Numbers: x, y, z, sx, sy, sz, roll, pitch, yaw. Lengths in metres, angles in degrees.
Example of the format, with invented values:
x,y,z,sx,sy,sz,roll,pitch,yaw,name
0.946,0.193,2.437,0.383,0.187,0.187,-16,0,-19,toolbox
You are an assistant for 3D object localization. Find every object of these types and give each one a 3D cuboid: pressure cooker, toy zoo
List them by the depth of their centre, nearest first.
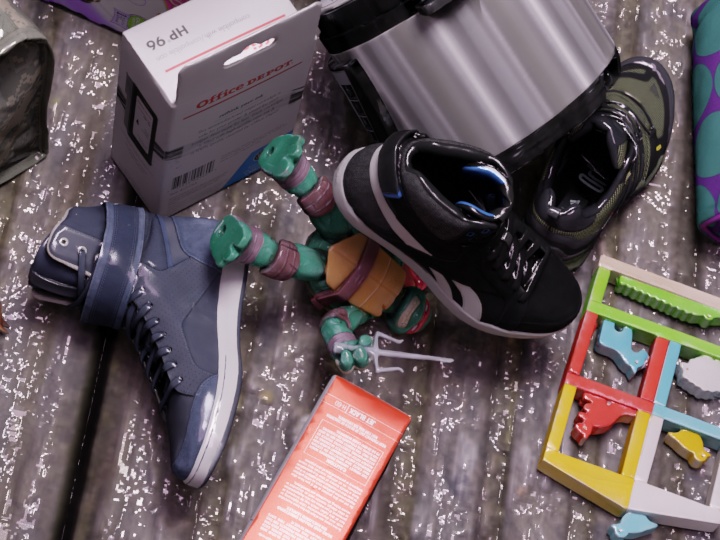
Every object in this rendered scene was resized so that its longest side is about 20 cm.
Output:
x,y,z,sx,sy,sz,roll,pitch,yaw,name
0.064,-0.175,1.426,0.200,0.175,0.179,55,48,-15,pressure cooker
0.202,0.097,1.432,0.130,0.020,0.201,20,62,0,toy zoo

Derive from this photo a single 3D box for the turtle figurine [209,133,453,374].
x,y,z,sx,sy,sz,roll,pitch,yaw,name
0.000,0.000,1.388,0.200,0.100,0.150,33,68,-28,turtle figurine

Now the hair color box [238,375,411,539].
x,y,z,sx,sy,sz,roll,pitch,yaw,name
-0.044,0.177,1.302,0.061,0.102,0.201,29,63,5,hair color box

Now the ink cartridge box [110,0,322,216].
x,y,z,sx,sy,sz,roll,pitch,yaw,name
-0.100,-0.128,1.386,0.116,0.200,0.068,-29,72,-22,ink cartridge box

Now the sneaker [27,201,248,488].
x,y,z,sx,sy,sz,roll,pitch,yaw,name
-0.151,0.044,1.353,0.145,0.077,0.203,13,52,-17,sneaker

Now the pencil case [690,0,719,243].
x,y,z,sx,sy,sz,roll,pitch,yaw,name
0.292,-0.113,1.518,0.092,0.085,0.201,-1,63,7,pencil case

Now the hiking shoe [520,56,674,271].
x,y,z,sx,sy,sz,roll,pitch,yaw,name
0.181,-0.087,1.474,0.075,0.101,0.201,29,62,4,hiking shoe

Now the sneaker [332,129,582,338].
x,y,z,sx,sy,sz,roll,pitch,yaw,name
0.084,-0.018,1.322,0.199,0.112,0.073,31,69,-22,sneaker

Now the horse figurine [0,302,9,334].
x,y,z,sx,sy,sz,roll,pitch,yaw,name
-0.331,-0.026,1.355,0.132,0.050,0.201,-23,91,-1,horse figurine

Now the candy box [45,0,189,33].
x,y,z,sx,sy,sz,roll,pitch,yaw,name
-0.157,-0.240,1.450,0.199,0.168,0.072,24,62,2,candy box

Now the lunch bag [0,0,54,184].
x,y,z,sx,sy,sz,roll,pitch,yaw,name
-0.290,-0.153,1.364,0.117,0.200,0.164,-35,75,-24,lunch bag
